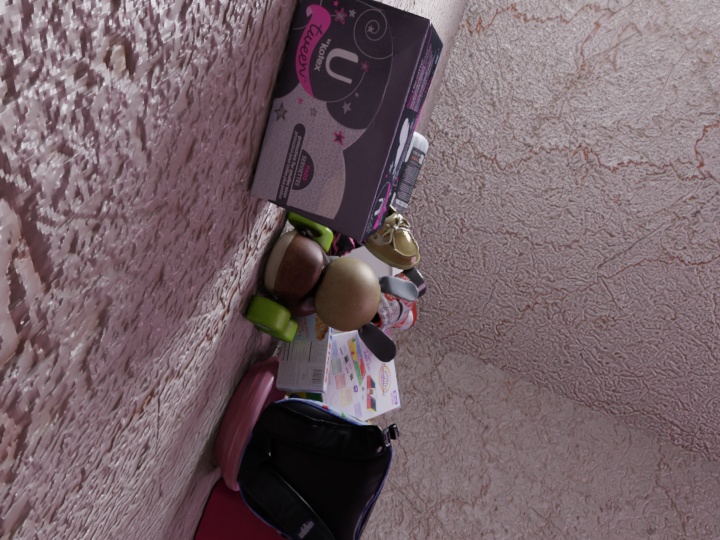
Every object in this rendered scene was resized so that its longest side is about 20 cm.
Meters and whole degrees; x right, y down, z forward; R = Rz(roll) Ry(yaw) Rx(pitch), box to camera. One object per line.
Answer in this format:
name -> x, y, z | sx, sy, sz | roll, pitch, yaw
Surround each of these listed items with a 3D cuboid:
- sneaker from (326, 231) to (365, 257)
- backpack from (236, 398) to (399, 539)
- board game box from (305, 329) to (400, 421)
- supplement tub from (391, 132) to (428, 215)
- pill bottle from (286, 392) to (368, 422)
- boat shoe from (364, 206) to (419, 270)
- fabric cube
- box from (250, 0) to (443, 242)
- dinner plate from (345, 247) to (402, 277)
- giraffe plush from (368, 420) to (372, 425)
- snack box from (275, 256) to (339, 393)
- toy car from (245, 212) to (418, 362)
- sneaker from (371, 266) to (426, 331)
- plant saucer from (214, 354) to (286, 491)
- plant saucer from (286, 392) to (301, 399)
sneaker -> -0.041, -0.044, 0.883 | 0.080, 0.093, 0.204 | -64, 174, -52
backpack -> -0.065, 0.267, 0.749 | 0.205, 0.186, 0.154 | -62, 177, -15
board game box -> -0.013, 0.183, 0.956 | 0.196, 0.039, 0.159 | -3, 84, -49
supplement tub -> 0.064, -0.206, 1.209 | 0.122, 0.119, 0.207 | -25, 135, -82
pill bottle -> -0.061, 0.216, 1.069 | 0.111, 0.194, 0.115 | 22, 91, -84
boat shoe -> 0.026, -0.090, 0.890 | 0.072, 0.203, 0.064 | -27, 160, -30
fabric cube -> -0.166, 0.469, 0.933 | 0.200, 0.194, 0.202 | 23, 90, -85
box -> -0.013, -0.154, 0.549 | 0.115, 0.128, 0.206 | -37, 147, -73
dinner plate -> 0.000, 0.000, 1.000 | 0.024, 0.196, 0.206 | 4, -110, 62
giraffe plush -> -0.023, 0.358, 1.090 | 0.161, 0.175, 0.199 | -40, -176, -36
snack box -> -0.074, 0.074, 0.809 | 0.025, 0.069, 0.207 | 70, 23, -62
toy car -> -0.026, 0.031, 0.734 | 0.158, 0.194, 0.169 | 89, 24, -76
sneaker -> 0.046, 0.072, 0.948 | 0.106, 0.068, 0.203 | -33, 162, -18
plant saucer -> -0.163, 0.220, 0.830 | 0.200, 0.049, 0.207 | 22, 89, -84
plant saucer -> -0.095, 0.306, 0.904 | 0.035, 0.203, 0.203 | -15, 145, -25
